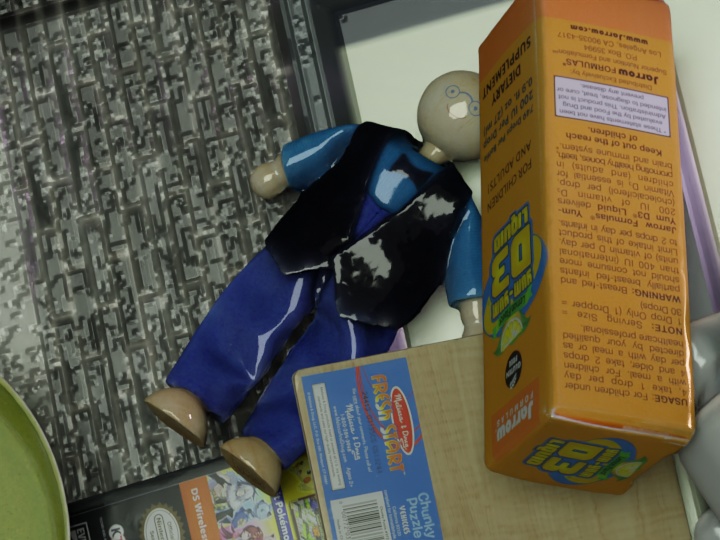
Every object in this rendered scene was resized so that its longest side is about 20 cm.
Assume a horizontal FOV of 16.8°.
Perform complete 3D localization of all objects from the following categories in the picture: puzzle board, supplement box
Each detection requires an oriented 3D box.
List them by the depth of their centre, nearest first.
[{"bbox_3d":[0.089,-0.016,0.986,0.068,0.067,0.201,8,62,-20],"label":"supplement box"},{"bbox_3d":[0.064,0.125,0.998,0.150,0.017,0.201,-11,82,-10],"label":"puzzle board"}]

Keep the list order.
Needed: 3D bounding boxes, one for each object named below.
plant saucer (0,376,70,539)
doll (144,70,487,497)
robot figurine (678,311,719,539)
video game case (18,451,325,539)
[{"bbox_3d":[-0.208,0.128,1.067,0.199,0.031,0.201,-4,79,21],"label":"plant saucer"},{"bbox_3d":[0.000,0.000,1.042,0.136,0.048,0.200,32,78,18],"label":"doll"},{"bbox_3d":[0.202,0.090,0.952,0.170,0.113,0.200,-45,69,42],"label":"robot figurine"},{"bbox_3d":[-0.039,0.177,1.035,0.180,0.026,0.201,-17,75,9],"label":"video game case"}]
